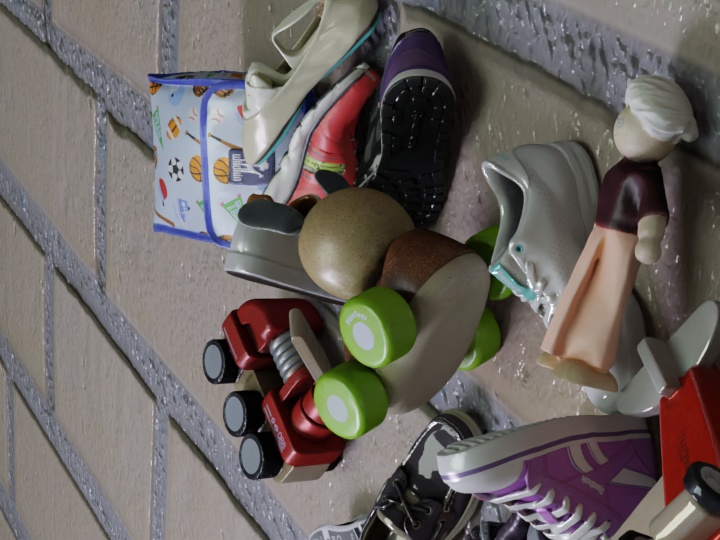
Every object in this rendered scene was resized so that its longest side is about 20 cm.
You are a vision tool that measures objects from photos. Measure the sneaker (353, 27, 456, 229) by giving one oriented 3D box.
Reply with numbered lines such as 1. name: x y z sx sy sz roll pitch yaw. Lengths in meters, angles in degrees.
1. sneaker: 0.039 -0.110 1.211 0.200 0.075 0.088 108 167 -46

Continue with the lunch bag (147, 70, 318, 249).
1. lunch bag: -0.119 -0.112 1.442 0.200 0.124 0.171 13 109 44

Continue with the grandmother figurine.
1. grandmother figurine: 0.166 -0.026 0.928 0.121 0.060 0.201 -153 78 -71

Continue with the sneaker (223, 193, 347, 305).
1. sneaker: -0.021 -0.015 1.223 0.073 0.200 0.085 5 80 46

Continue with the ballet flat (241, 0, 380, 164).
1. ballet flat: -0.063 -0.181 1.298 0.200 0.069 0.070 -48 51 25

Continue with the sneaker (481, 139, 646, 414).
1. sneaker: 0.134 0.008 1.016 0.075 0.088 0.201 -39 63 57

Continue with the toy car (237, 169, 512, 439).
1. toy car: 0.000 0.000 1.129 0.200 0.164 0.158 43 136 24

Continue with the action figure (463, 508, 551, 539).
1. action figure: 0.113 0.230 1.114 0.200 0.069 0.130 -57 29 39

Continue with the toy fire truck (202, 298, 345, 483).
1. toy fire truck: -0.068 0.088 1.410 0.200 0.128 0.176 -53 49 38

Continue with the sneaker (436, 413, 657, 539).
1. sneaker: 0.134 0.153 0.940 0.073 0.200 0.115 -20 74 45

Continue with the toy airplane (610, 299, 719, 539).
1. toy airplane: 0.223 0.117 0.850 0.200 0.141 0.200 -64 12 -14

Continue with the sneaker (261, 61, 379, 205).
1. sneaker: -0.023 -0.098 1.321 0.085 0.077 0.200 31 119 4

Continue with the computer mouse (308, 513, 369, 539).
1. computer mouse: 0.015 0.259 1.365 0.200 0.044 0.110 -24 81 56

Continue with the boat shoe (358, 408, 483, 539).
1. boat shoe: 0.044 0.207 1.230 0.072 0.065 0.200 41 121 29
